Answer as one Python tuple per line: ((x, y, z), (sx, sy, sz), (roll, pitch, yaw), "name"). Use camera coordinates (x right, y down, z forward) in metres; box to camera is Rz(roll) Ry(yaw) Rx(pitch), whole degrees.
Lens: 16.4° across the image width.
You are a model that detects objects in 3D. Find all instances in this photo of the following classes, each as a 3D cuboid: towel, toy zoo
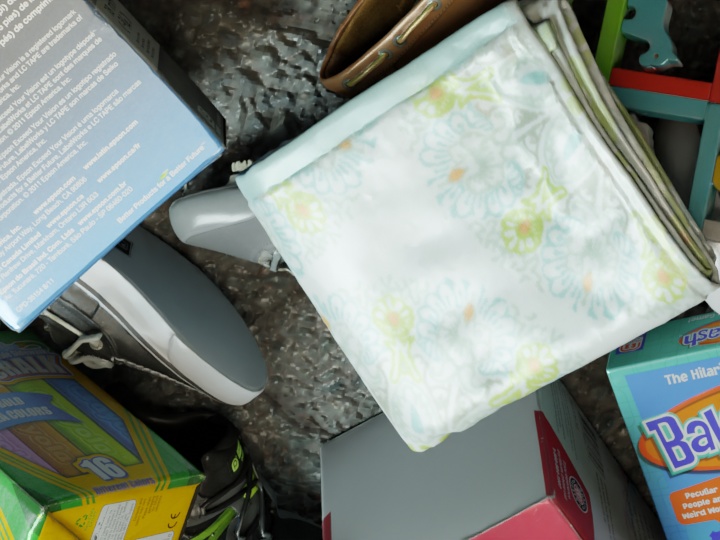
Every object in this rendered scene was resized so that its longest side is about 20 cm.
((0.056, -0.022, 1.215), (0.200, 0.048, 0.172), (-30, 94, 29), "towel")
((0.172, -0.079, 1.214), (0.199, 0.020, 0.132), (10, 86, 20), "toy zoo")

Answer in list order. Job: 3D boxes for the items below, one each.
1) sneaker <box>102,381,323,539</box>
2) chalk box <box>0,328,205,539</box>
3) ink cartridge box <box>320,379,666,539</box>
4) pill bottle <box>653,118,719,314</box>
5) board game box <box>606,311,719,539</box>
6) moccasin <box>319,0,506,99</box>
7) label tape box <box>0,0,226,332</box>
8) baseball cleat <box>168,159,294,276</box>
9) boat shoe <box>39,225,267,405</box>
((-0.081, 0.129, 1.399), (0.199, 0.071, 0.083), (33, 122, -19), "sneaker")
((-0.204, 0.113, 1.319), (0.124, 0.200, 0.125), (-7, 124, -51), "chalk box")
((0.089, 0.176, 1.394), (0.144, 0.146, 0.200), (-29, 120, 16), "ink cartridge box")
((0.213, -0.041, 1.273), (0.199, 0.120, 0.120), (-18, 123, 10), "pill bottle")
((0.233, 0.111, 1.329), (0.151, 0.045, 0.201), (-13, 114, 21), "board game box")
((0.040, -0.163, 1.217), (0.077, 0.074, 0.202), (15, 132, -22), "moccasin")
((-0.182, -0.092, 1.210), (0.144, 0.063, 0.200), (-40, 106, 11), "label tape box")
((0.000, 0.000, 1.298), (0.199, 0.107, 0.070), (0, 167, -3), "baseball cleat")
((-0.140, 0.015, 1.320), (0.199, 0.074, 0.068), (36, 118, -21), "boat shoe")
